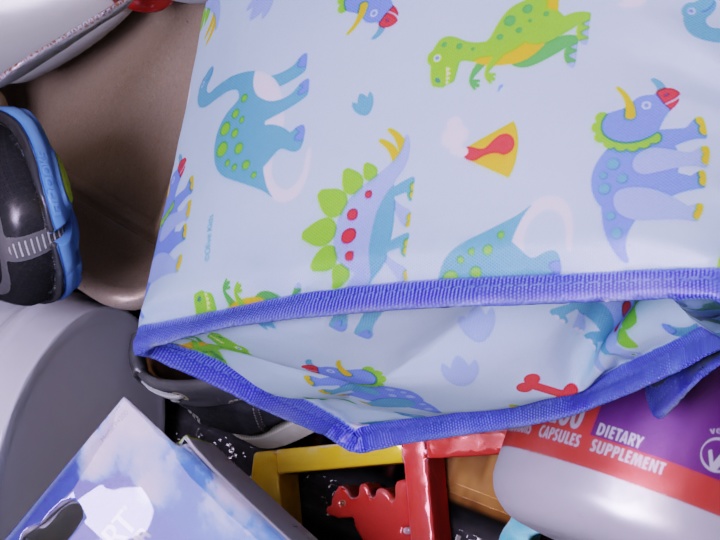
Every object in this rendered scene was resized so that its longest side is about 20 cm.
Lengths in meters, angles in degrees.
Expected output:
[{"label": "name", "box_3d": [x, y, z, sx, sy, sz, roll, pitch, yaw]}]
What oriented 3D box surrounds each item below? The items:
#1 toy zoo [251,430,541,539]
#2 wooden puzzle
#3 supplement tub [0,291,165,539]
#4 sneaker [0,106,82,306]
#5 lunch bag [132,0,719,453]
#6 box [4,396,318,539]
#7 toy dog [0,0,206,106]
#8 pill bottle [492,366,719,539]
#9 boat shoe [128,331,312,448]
[{"label": "toy zoo", "box_3d": [0.031, 0.125, 0.890, 0.200, 0.020, 0.131, -7, 84, 22]}, {"label": "wooden puzzle", "box_3d": [-0.088, -0.101, 0.925, 0.185, 0.037, 0.200, 29, 96, 47]}, {"label": "supplement tub", "box_3d": [-0.190, 0.055, 0.923, 0.200, 0.145, 0.145, 11, 91, 24]}, {"label": "sneaker", "box_3d": [-0.169, -0.021, 0.838, 0.200, 0.083, 0.071, 13, 119, 41]}, {"label": "lunch bag", "box_3d": [0.047, -0.047, 0.723, 0.200, 0.127, 0.170, -15, 59, 44]}, {"label": "box", "box_3d": [-0.040, 0.152, 0.825, 0.200, 0.048, 0.122, 41, 93, 16]}, {"label": "toy dog", "box_3d": [-0.125, -0.111, 0.868, 0.200, 0.096, 0.132, -36, 53, 32]}, {"label": "pill bottle", "box_3d": [0.125, 0.004, 0.799, 0.112, 0.112, 0.200, 17, 82, 23]}, {"label": "boat shoe", "box_3d": [0.000, 0.000, 0.855, 0.200, 0.068, 0.072, -33, 41, 34]}]
